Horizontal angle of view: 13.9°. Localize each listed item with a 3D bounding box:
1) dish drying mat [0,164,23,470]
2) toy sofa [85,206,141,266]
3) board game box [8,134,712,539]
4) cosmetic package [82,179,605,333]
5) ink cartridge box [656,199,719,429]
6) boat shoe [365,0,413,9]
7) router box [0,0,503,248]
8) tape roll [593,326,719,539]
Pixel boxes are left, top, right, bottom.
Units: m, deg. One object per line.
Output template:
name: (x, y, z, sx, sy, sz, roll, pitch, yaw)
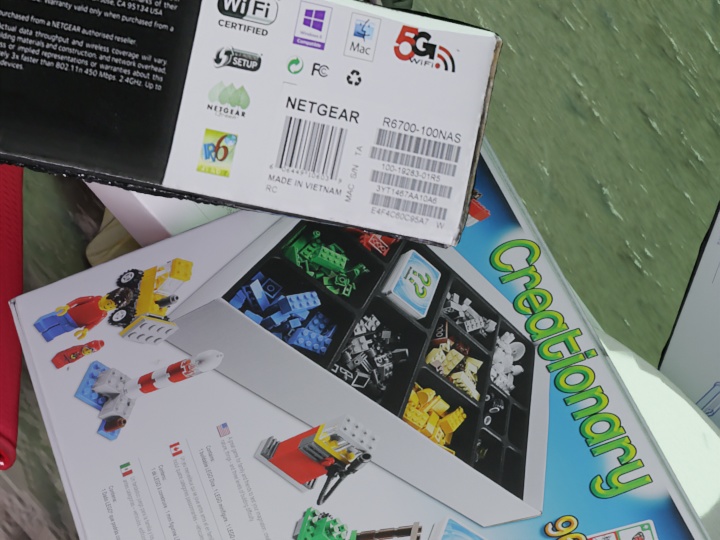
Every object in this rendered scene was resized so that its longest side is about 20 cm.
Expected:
dish drying mat: (-0.124, -0.030, 0.801, 0.077, 0.018, 0.200, 37, 27, -30)
toy sofa: (-0.059, -0.094, 0.921, 0.083, 0.098, 0.200, 18, 38, -53)
board game box: (0.001, 0.052, 0.665, 0.200, 0.126, 0.035, -115, -175, -51)
cosmetic package: (0.000, 0.000, 0.836, 0.051, 0.083, 0.200, 28, -18, 46)
ink cartridge box: (0.112, 0.052, 0.911, 0.044, 0.094, 0.200, 16, 57, 13)
boat shoe: (-0.008, -0.116, 1.012, 0.067, 0.057, 0.200, -120, -174, -62)
router box: (-0.091, -0.052, 0.648, 0.200, 0.051, 0.149, 11, 1, -24)
tape roll: (0.031, 0.100, 0.756, 0.203, 0.037, 0.203, 15, 58, -24)
